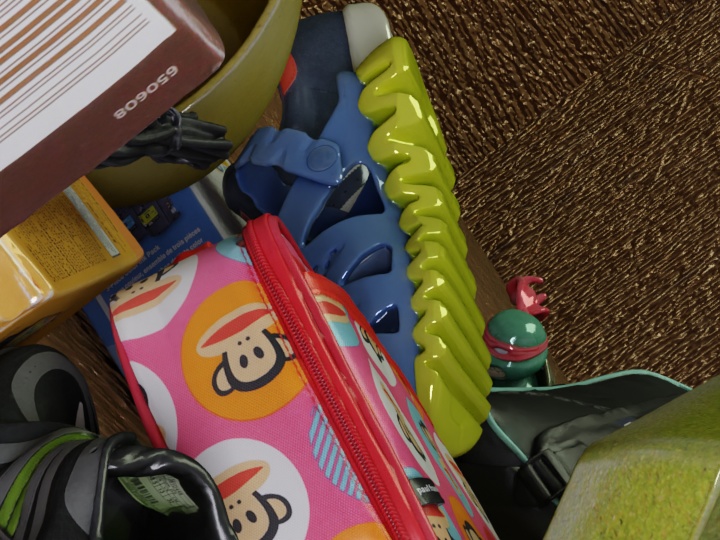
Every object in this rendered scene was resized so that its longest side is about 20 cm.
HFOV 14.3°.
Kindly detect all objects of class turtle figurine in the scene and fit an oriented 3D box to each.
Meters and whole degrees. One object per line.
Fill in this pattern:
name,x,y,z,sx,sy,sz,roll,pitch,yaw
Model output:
turtle figurine,0.046,0.080,1.351,0.150,0.100,0.201,-99,-165,-52

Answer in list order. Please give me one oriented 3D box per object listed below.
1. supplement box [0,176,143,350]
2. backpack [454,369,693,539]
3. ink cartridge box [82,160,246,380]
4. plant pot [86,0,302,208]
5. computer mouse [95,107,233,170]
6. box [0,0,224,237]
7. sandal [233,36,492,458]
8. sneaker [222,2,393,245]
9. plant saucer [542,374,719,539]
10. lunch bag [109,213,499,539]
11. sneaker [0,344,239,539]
supplement box,-0.129,-0.004,0.959,0.069,0.066,0.200,53,5,-3
backpack,0.123,0.134,1.253,0.176,0.154,0.200,40,32,23
ink cartridge box,-0.091,-0.019,1.292,0.201,0.076,0.136,58,7,25
plant pot,-0.108,-0.105,1.173,0.200,0.199,0.142,56,-4,25
computer mouse,-0.146,-0.071,0.945,0.199,0.046,0.140,26,3,8
box,-0.170,-0.102,0.707,0.200,0.164,0.166,56,7,29
sandal,0.000,0.000,1.140,0.080,0.087,0.201,66,10,-46
sneaker,-0.013,-0.013,1.236,0.075,0.084,0.201,67,14,-73
plant saucer,0.084,0.115,0.896,0.048,0.201,0.200,28,17,18
lunch bag,-0.013,0.069,0.934,0.177,0.082,0.200,61,2,21
sneaker,-0.074,0.078,0.815,0.071,0.083,0.200,50,6,-27
